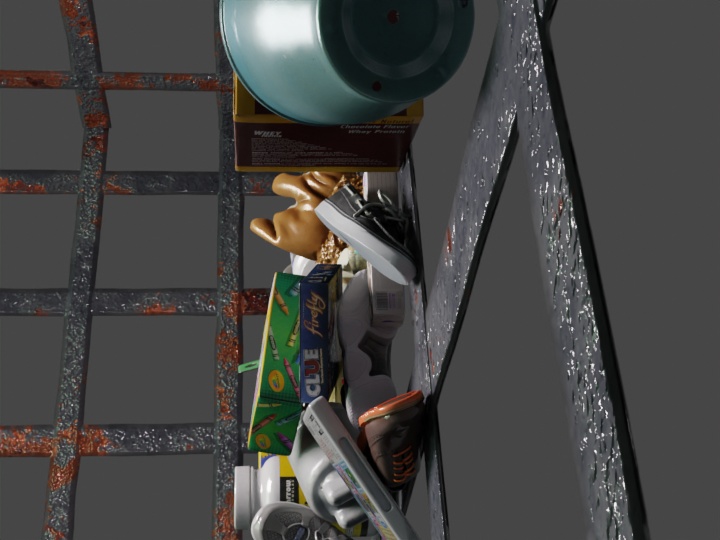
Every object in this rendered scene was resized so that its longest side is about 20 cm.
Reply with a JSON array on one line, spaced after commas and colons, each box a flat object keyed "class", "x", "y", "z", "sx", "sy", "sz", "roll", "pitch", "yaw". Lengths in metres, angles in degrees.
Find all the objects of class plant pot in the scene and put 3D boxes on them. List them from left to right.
[{"class": "plant pot", "x": 0.000, "y": -0.215, "z": 0.957, "sx": 0.188, "sy": 0.199, "sz": 0.202, "roll": -151, "pitch": 60, "yaw": -66}]

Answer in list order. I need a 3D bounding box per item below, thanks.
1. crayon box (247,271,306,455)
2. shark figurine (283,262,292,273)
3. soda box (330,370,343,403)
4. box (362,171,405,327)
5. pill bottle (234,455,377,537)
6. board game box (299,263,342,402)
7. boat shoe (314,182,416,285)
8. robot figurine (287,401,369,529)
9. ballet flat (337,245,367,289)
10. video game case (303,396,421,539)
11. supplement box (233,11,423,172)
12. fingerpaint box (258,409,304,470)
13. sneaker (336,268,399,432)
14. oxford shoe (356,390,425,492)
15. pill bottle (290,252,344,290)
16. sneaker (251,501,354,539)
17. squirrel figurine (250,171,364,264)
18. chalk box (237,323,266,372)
[{"class": "crayon box", "x": -0.099, "y": 0.117, "z": 1.443, "sx": 0.119, "sy": 0.058, "sz": 0.201, "roll": 106, "pitch": 171, "yaw": -48}, {"class": "shark figurine", "x": -0.053, "y": -0.072, "z": 2.131, "sx": 0.089, "sy": 0.128, "sz": 0.216, "roll": -6, "pitch": 64, "yaw": 59}, {"class": "soda box", "x": -0.013, "y": 0.169, "z": 1.622, "sx": 0.200, "sy": 0.067, "sz": 0.065, "roll": 120, "pitch": 151, "yaw": -79}, {"class": "box", "x": 0.027, "y": -0.031, "z": 1.349, "sx": 0.039, "sy": 0.041, "sz": 0.201, "roll": 102, "pitch": 166, "yaw": -64}, {"class": "pill bottle", "x": -0.075, "y": 0.313, "z": 1.574, "sx": 0.112, "sy": 0.198, "sz": 0.113, "roll": 180, "pitch": 90, "yaw": -84}, {"class": "board game box", "x": -0.046, "y": 0.070, "z": 1.357, "sx": 0.200, "sy": 0.034, "sz": 0.137, "roll": -59, "pitch": -31, "yaw": -83}, {"class": "boat shoe", "x": 0.018, "y": -0.048, "z": 1.275, "sx": 0.074, "sy": 0.068, "sz": 0.199, "roll": 47, "pitch": 176, "yaw": -29}, {"class": "robot figurine", "x": -0.030, "y": 0.244, "z": 1.456, "sx": 0.200, "sy": 0.112, "sz": 0.171, "roll": -127, "pitch": 16, "yaw": -60}, {"class": "ballet flat", "x": 0.000, "y": 0.000, "z": 1.500, "sx": 0.200, "sy": 0.070, "sz": 0.071, "roll": 108, "pitch": 161, "yaw": -74}, {"class": "video game case", "x": -0.003, "y": 0.225, "z": 1.247, "sx": 0.183, "sy": 0.024, "sz": 0.200, "roll": 55, "pitch": 170, "yaw": 7}, {"class": "supplement box", "x": -0.041, "y": -0.200, "z": 1.248, "sx": 0.200, "sy": 0.196, "sz": 0.134, "roll": 113, "pitch": 156, "yaw": -78}, {"class": "fingerpaint box", "x": -0.076, "y": 0.244, "z": 1.767, "sx": 0.073, "sy": 0.165, "sz": 0.202, "roll": -143, "pitch": 54, "yaw": -83}, {"class": "sneaker", "x": 0.006, "y": 0.106, "z": 1.384, "sx": 0.114, "sy": 0.075, "sz": 0.202, "roll": 107, "pitch": 162, "yaw": -73}, {"class": "oxford shoe", "x": 0.041, "y": 0.175, "z": 1.154, "sx": 0.200, "sy": 0.071, "sz": 0.073, "roll": 94, "pitch": 154, "yaw": -69}, {"class": "pill bottle", "x": -0.054, "y": -0.010, "z": 1.812, "sx": 0.200, "sy": 0.113, "sz": 0.115, "roll": -110, "pitch": 21, "yaw": -75}, {"class": "sneaker", "x": -0.040, "y": 0.344, "z": 1.406, "sx": 0.075, "sy": 0.199, "sz": 0.082, "roll": -65, "pitch": 14, "yaw": -15}, {"class": "squirrel figurine", "x": -0.032, "y": -0.102, "z": 1.604, "sx": 0.200, "sy": 0.141, "sz": 0.188, "roll": 33, "pitch": 103, "yaw": 42}, {"class": "chalk box", "x": -0.115, "y": 0.159, "z": 1.992, "sx": 0.124, "sy": 0.198, "sz": 0.125, "roll": -130, "pitch": 40, "yaw": -81}]
